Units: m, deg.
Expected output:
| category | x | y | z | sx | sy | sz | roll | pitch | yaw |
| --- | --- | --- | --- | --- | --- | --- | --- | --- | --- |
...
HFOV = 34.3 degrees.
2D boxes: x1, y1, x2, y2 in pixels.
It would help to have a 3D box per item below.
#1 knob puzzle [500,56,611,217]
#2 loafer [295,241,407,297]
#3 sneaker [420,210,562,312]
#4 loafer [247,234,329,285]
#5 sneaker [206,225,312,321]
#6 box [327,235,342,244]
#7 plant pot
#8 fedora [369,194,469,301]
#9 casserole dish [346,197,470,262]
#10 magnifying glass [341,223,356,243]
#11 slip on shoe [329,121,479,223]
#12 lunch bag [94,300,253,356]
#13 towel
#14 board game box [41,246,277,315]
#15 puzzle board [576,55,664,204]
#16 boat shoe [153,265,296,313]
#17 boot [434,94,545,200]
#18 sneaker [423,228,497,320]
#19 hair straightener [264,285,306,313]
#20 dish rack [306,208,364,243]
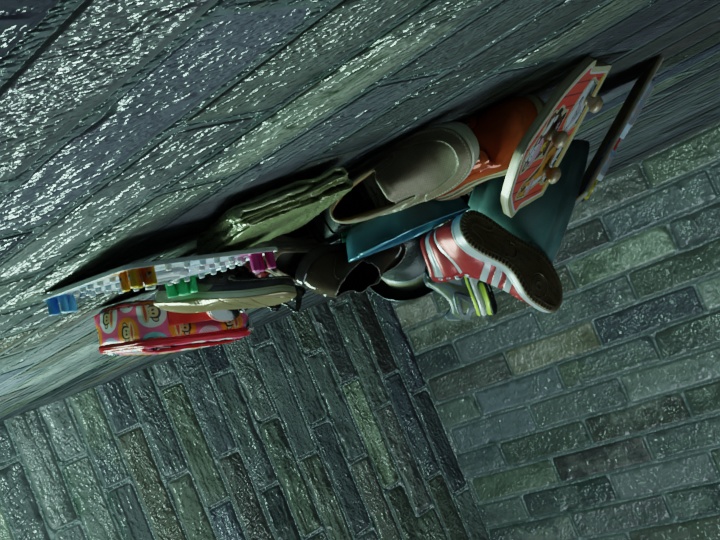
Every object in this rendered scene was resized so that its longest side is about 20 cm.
| category | x | y | z | sx | sy | sz | roll | pitch | yaw |
| --- | --- | --- | --- | --- | --- | --- | --- | --- | --- |
| knob puzzle | 0.214 | -0.139 | 1.276 | 0.220 | 0.030 | 0.220 | -50 | 163 | -22 |
| loafer | 0.000 | 0.000 | 1.507 | 0.200 | 0.071 | 0.073 | -21 | 142 | -48 |
| sneaker | 0.168 | -0.002 | 1.531 | 0.112 | 0.200 | 0.071 | -20 | -140 | 49 |
| loafer | -0.079 | -0.009 | 1.510 | 0.200 | 0.063 | 0.072 | 17 | 105 | -56 |
| sneaker | -0.144 | -0.019 | 1.570 | 0.200 | 0.074 | 0.087 | -36 | -134 | -19 |
| box | -0.116 | -0.023 | 1.704 | 0.200 | 0.046 | 0.159 | -23 | 176 | 6 |
| plant pot | 0.218 | -0.102 | 1.601 | 0.134 | 0.200 | 0.200 | 19 | 178 | 3 |
| fedora | 0.069 | -0.059 | 1.701 | 0.200 | 0.201 | 0.092 | -24 | 143 | 20 |
| casserole dish | 0.056 | -0.060 | 1.442 | 0.121 | 0.039 | 0.200 | -26 | 177 | 33 |
| magnifying glass | -0.008 | -0.061 | 1.705 | 0.022 | 0.080 | 0.200 | -6 | -171 | 8 |
| slip on shoe | 0.043 | -0.102 | 1.284 | 0.200 | 0.076 | 0.061 | -17 | -162 | 41 |
| lunch bag | -0.258 | 0.073 | 1.660 | 0.200 | 0.082 | 0.176 | -5 | 175 | -45 |
| towel | -0.100 | -0.063 | 1.297 | 0.148 | 0.037 | 0.200 | -22 | 176 | -24 |
| board game box | -0.225 | 0.013 | 1.315 | 0.200 | 0.026 | 0.200 | -8 | 175 | -42 |
| puzzle board | 0.337 | -0.176 | 1.534 | 0.200 | 0.017 | 0.151 | -61 | 177 | -2 |
| boat shoe | -0.172 | 0.015 | 1.464 | 0.200 | 0.065 | 0.072 | -6 | 167 | 28 |
| boot | 0.118 | -0.136 | 1.318 | 0.107 | 0.075 | 0.200 | 0 | 155 | -46 |
| sneaker | 0.118 | -0.017 | 1.621 | 0.081 | 0.200 | 0.074 | -23 | -177 | 10 |
| hair straightener | -0.117 | 0.042 | 1.619 | 0.077 | 0.041 | 0.200 | -26 | -167 | -8 |
| dish rack | 0.034 | -0.097 | 1.502 | 0.200 | 0.055 | 0.153 | -23 | 178 | -24 |
